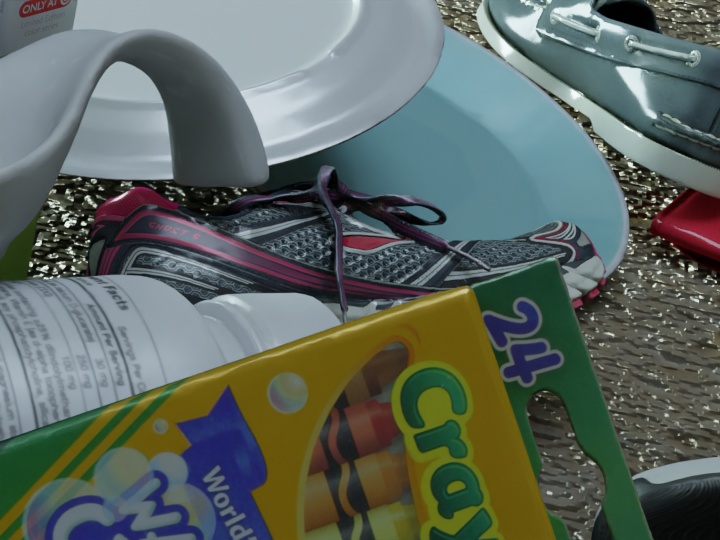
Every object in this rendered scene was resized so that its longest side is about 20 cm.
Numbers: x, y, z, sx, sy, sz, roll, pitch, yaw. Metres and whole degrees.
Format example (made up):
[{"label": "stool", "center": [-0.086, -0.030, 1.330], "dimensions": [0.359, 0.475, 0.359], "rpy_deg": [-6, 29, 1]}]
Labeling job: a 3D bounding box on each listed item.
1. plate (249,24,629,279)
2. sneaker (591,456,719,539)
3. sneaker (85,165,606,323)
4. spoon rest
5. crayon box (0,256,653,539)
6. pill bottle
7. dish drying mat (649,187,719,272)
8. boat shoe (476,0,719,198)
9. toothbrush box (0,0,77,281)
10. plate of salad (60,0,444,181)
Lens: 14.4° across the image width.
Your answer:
[{"label": "plate", "center": [0.014, -0.047, 1.142], "dimensions": [0.200, 0.026, 0.200], "rpy_deg": [21, 33, -14]}, {"label": "sneaker", "center": [0.149, 0.084, 0.970], "dimensions": [0.200, 0.076, 0.115], "rpy_deg": [8, 20, -27]}, {"label": "sneaker", "center": [0.000, 0.000, 0.999], "dimensions": [0.200, 0.081, 0.075], "rpy_deg": [-6, 78, -33]}, {"label": "spoon rest", "center": [-0.107, -0.039, 0.874], "dimensions": [0.099, 0.061, 0.200], "rpy_deg": [2, 12, 36]}, {"label": "crayon box", "center": [-0.017, 0.084, 0.750], "dimensions": [0.200, 0.126, 0.052], "rpy_deg": [-19, -1, -7]}, {"label": "pill bottle", "center": [-0.103, 0.059, 0.843], "dimensions": [0.200, 0.114, 0.113], "rpy_deg": [-3, 33, -28]}, {"label": "dish drying mat", "center": [0.220, 0.010, 1.168], "dimensions": [0.200, 0.018, 0.077], "rpy_deg": [23, 29, 18]}, {"label": "boat shoe", "center": [0.115, -0.096, 1.236], "dimensions": [0.073, 0.062, 0.200], "rpy_deg": [16, 17, -29]}, {"label": "toothbrush box", "center": [-0.177, -0.056, 0.925], "dimensions": [0.086, 0.200, 0.145], "rpy_deg": [33, 34, 32]}, {"label": "plate of salad", "center": [-0.068, -0.078, 1.064], "dimensions": [0.200, 0.048, 0.200], "rpy_deg": [-1, 33, 1]}]
